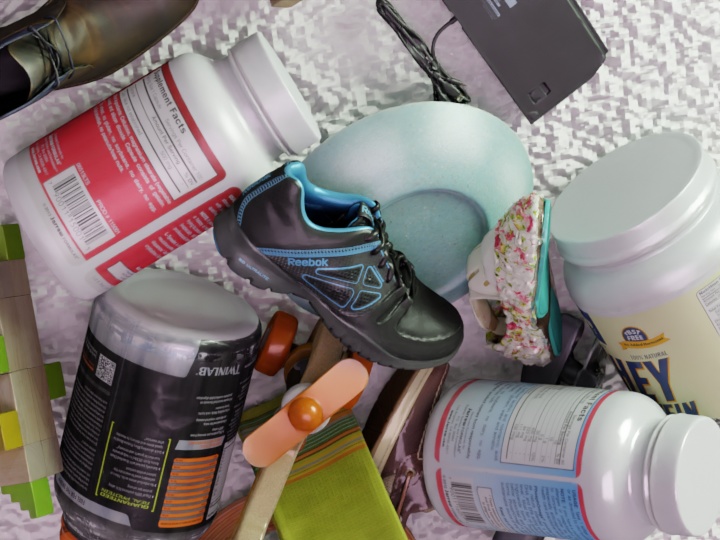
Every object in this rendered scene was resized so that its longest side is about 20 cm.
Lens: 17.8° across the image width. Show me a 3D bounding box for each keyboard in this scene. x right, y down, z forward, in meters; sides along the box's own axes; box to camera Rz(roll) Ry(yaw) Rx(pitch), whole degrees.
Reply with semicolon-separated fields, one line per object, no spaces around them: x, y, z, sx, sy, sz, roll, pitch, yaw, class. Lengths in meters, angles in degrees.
0.075;-0.184;1.592;0.127;0.021;0.200;-37;113;2;keyboard

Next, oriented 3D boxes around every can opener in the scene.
0.135;0.127;1.731;0.067;0.053;0.201;28;110;15;can opener

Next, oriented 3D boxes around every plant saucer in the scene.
0.034;-0.026;1.609;0.200;0.039;0.202;-12;134;-13;plant saucer

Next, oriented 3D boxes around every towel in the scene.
-0.024;0.163;1.637;0.086;0.201;0.018;-28;140;4;towel

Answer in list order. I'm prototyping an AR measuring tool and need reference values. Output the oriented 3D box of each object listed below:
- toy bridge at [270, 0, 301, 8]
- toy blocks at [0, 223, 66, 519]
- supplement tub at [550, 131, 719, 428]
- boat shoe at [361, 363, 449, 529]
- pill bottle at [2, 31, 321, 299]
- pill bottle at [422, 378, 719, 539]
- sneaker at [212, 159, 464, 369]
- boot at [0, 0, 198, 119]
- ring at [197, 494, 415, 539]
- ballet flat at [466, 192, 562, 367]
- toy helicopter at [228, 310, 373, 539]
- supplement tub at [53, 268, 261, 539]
-0.120;-0.199;1.497;0.199;0.067;0.027;2;80;-29;toy bridge
-0.291;0.079;1.601;0.136;0.100;0.202;-10;91;20;toy blocks
0.233;0.017;1.636;0.144;0.145;0.201;-31;114;6;supplement tub
0.031;0.154;1.692;0.072;0.072;0.201;21;96;-9;boat shoe
-0.132;-0.075;1.555;0.199;0.112;0.113;-30;115;4;pill bottle
0.152;0.136;1.620;0.199;0.109;0.109;4;121;34;pill bottle
0.000;0.000;1.538;0.199;0.073;0.082;29;123;-28;sneaker
-0.196;-0.143;1.524;0.199;0.097;0.075;-23;114;2;boot
-0.047;0.249;1.764;0.199;0.019;0.202;-3;115;-7;ring
0.106;0.012;1.604;0.063;0.076;0.200;3;150;9;ballet flat
-0.050;0.121;1.599;0.078;0.132;0.201;23;80;-9;toy helicopter
-0.148;0.111;1.630;0.122;0.123;0.201;11;111;-13;supplement tub
